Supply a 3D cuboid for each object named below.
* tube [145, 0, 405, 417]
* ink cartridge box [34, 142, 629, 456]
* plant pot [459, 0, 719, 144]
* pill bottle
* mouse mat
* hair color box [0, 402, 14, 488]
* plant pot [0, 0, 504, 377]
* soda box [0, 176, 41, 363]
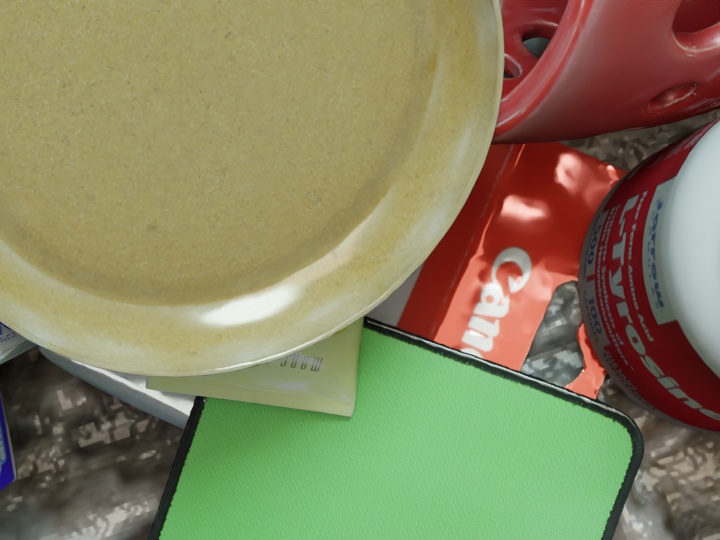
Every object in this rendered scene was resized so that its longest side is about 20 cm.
[{"bbox_3d":[-0.016,-0.044,0.949,0.058,0.052,0.201,24,111,24],"label":"tube"},{"bbox_3d":[0.000,0.000,1.031,0.199,0.050,0.163,23,83,7],"label":"ink cartridge box"},{"bbox_3d":[0.105,-0.146,0.967,0.182,0.200,0.201,-3,80,-30],"label":"plant pot"},{"bbox_3d":[0.148,-0.003,0.947,0.112,0.200,0.113,1,84,-8],"label":"pill bottle"},{"bbox_3d":[-0.001,0.119,1.006,0.160,0.008,0.201,20,99,3],"label":"mouse mat"},{"bbox_3d":[-0.216,0.080,0.930,0.109,0.200,0.065,0,110,26],"label":"hair color box"},{"bbox_3d":[-0.051,-0.061,0.884,0.199,0.028,0.201,-7,116,-14],"label":"plant pot"},{"bbox_3d":[-0.190,-0.012,0.972,0.199,0.063,0.069,2,108,33],"label":"soda box"}]
